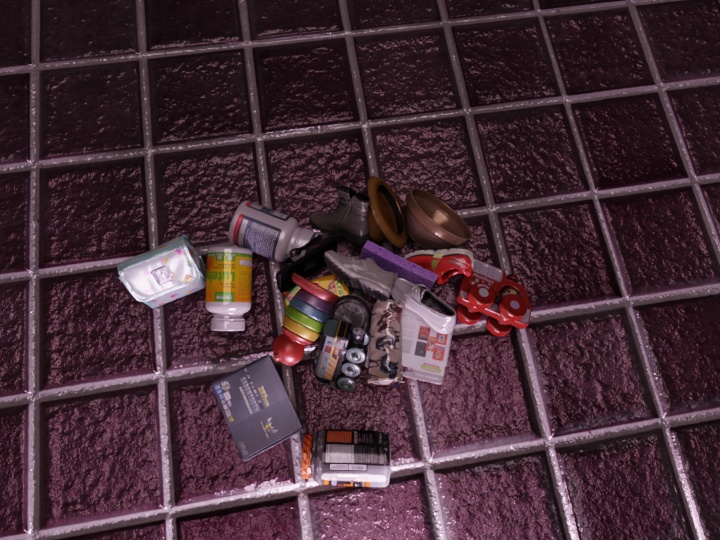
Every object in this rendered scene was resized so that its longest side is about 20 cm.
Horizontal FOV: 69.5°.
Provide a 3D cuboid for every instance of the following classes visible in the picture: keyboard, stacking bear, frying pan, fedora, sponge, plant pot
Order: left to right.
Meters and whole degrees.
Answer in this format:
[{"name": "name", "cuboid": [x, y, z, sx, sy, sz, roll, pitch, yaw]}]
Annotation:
[{"name": "stacking bear", "cuboid": [-0.141, 0.128, 1.229, 0.113, 0.121, 0.201, 25, 86, 31]}, {"name": "keyboard", "cuboid": [-0.130, -0.032, 1.288, 0.021, 0.128, 0.200, 36, 51, 25]}, {"name": "frying pan", "cuboid": [-0.060, 0.130, 1.265, 0.189, 0.031, 0.116, -22, 84, 9]}, {"name": "fedora", "cuboid": [0.050, -0.143, 1.358, 0.081, 0.200, 0.202, -24, 74, 27]}, {"name": "sponge", "cuboid": [0.089, 0.002, 1.321, 0.199, 0.112, 0.030, 28, 61, 5]}, {"name": "plant pot", "cuboid": [0.185, -0.115, 1.348, 0.201, 0.201, 0.093, 41, 117, 9]}]

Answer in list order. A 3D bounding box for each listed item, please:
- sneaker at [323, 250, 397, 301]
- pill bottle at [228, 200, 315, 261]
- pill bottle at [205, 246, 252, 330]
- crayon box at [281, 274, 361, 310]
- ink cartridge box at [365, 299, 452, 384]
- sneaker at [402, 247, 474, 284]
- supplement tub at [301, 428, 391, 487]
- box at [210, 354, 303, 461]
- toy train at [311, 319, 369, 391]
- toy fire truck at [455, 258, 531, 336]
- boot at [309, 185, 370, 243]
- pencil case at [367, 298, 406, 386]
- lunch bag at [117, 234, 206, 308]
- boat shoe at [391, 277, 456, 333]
[{"name": "sneaker", "cuboid": [0.000, 0.000, 1.287, 0.199, 0.075, 0.082, 30, 65, 14]}, {"name": "pill bottle", "cuboid": [-0.223, -0.091, 1.331, 0.198, 0.120, 0.120, 21, 74, 3]}, {"name": "pill bottle", "cuboid": [-0.325, 0.047, 1.285, 0.110, 0.111, 0.202, 1, 86, -2]}, {"name": "crayon box", "cuboid": [-0.092, 0.084, 1.323, 0.198, 0.051, 0.128, -15, 75, -7]}, {"name": "ink cartridge box", "cuboid": [0.118, 0.178, 1.288, 0.198, 0.084, 0.177, 13, 74, 2]}, {"name": "sneaker", "cuboid": [0.189, -0.007, 1.318, 0.198, 0.077, 0.086, -6, 72, 26]}, {"name": "supplement tub", "cuboid": [-0.032, 0.429, 1.192, 0.198, 0.123, 0.124, 3, 74, -1]}, {"name": "box", "cuboid": [-0.247, 0.327, 1.248, 0.157, 0.051, 0.201, -25, 77, -10]}, {"name": "toy train", "cuboid": [-0.049, 0.203, 1.229, 0.113, 0.201, 0.086, 17, 38, 1]}, {"name": "toy fire truck", "cuboid": [0.343, 0.060, 1.328, 0.198, 0.112, 0.169, 21, 56, 2]}, {"name": "boot", "cuboid": [-0.050, -0.158, 1.323, 0.199, 0.132, 0.068, 21, 36, 34]}, {"name": "pencil case", "cuboid": [0.065, 0.164, 1.206, 0.089, 0.078, 0.202, -1, 74, 17]}, {"name": "lunch bag", "cuboid": [-0.471, 0.000, 1.253, 0.169, 0.200, 0.123, -22, 76, -9]}, {"name": "boat shoe", "cuboid": [0.147, 0.069, 1.241, 0.072, 0.069, 0.200, -24, 52, -30]}]
